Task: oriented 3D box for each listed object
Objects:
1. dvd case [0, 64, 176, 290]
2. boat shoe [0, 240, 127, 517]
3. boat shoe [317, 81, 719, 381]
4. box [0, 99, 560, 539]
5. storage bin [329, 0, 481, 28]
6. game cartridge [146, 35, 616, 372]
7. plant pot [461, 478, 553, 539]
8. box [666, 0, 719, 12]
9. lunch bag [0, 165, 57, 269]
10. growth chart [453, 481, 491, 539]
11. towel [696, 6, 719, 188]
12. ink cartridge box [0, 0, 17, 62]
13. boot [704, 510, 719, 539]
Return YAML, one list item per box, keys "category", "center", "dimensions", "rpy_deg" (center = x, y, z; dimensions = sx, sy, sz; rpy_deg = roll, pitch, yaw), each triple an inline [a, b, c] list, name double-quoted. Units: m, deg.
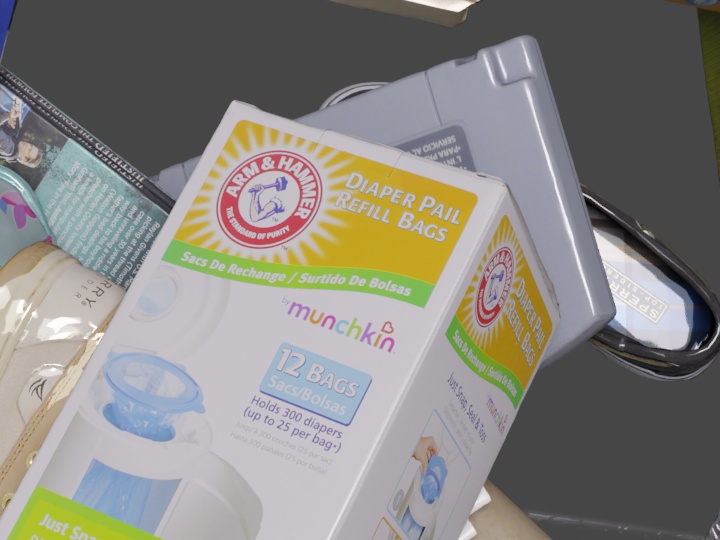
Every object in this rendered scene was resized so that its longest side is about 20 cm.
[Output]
- category: "dvd case"
  center: [-0.162, -0.007, 0.845]
  dimensions: [0.200, 0.022, 0.146]
  rpy_deg: [37, 109, 3]
- category: "boat shoe"
  center: [-0.124, 0.093, 0.732]
  dimensions: [0.069, 0.074, 0.201]
  rpy_deg: [24, 107, 10]
- category: "boat shoe"
  center: [0.067, -0.017, 0.851]
  dimensions: [0.200, 0.066, 0.070]
  rpy_deg: [36, 86, 1]
- category: "box"
  center: [-0.027, 0.061, 0.684]
  dimensions: [0.112, 0.101, 0.201]
  rpy_deg: [19, 70, 25]
- category: "storage bin"
  center: [-0.025, -0.223, 0.849]
  dimensions: [0.199, 0.094, 0.200]
  rpy_deg: [12, 86, -1]
- category: "game cartridge"
  center: [0.000, 0.000, 0.826]
  dimensions: [0.199, 0.041, 0.134]
  rpy_deg: [-18, 90, 26]
- category: "plant pot"
  center: [0.026, 0.184, 0.786]
  dimensions: [0.199, 0.200, 0.178]
  rpy_deg: [-31, 72, -2]
- category: "box"
  center: [0.085, -0.173, 0.785]
  dimensions: [0.199, 0.041, 0.120]
  rpy_deg: [11, 87, -7]
- category: "lunch bag"
  center: [-0.190, 0.055, 0.814]
  dimensions: [0.159, 0.077, 0.201]
  rpy_deg: [-11, 101, 14]
- category: "growth chart"
  center: [-0.030, 0.069, 0.750]
  dimensions: [0.144, 0.018, 0.201]
  rpy_deg: [-25, 58, 3]
- category: "towel"
  center: [0.156, -0.035, 0.845]
  dimensions: [0.018, 0.086, 0.201]
  rpy_deg: [-6, 86, -2]
- category: "ink cartridge box"
  center: [-0.162, -0.168, 0.803]
  dimensions: [0.044, 0.094, 0.201]
  rpy_deg: [4, 61, -18]
- category: "boot"
  center: [0.187, 0.080, 0.782]
  dimensions: [0.066, 0.200, 0.165]
  rpy_deg: [40, 90, 10]
